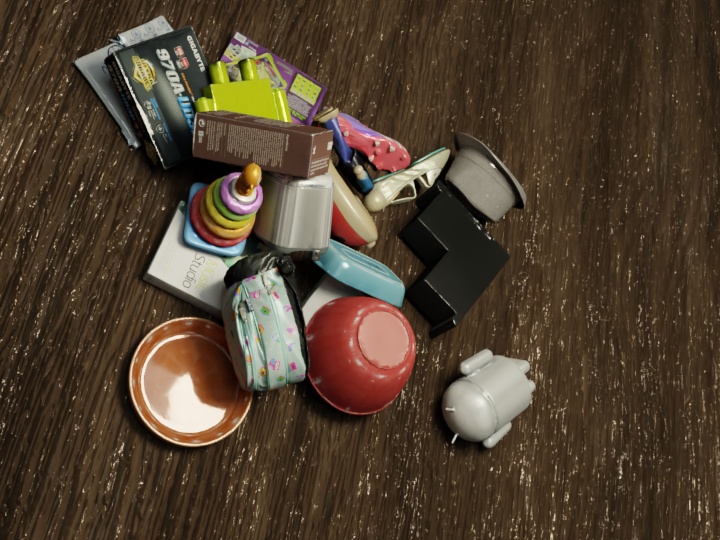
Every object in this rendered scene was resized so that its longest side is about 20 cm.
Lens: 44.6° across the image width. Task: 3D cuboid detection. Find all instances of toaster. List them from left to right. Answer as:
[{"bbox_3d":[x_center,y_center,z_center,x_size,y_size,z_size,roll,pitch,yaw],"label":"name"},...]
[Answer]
[{"bbox_3d":[-0.112,-0.106,1.443,0.112,0.200,0.131,0,108,-27],"label":"toaster"}]

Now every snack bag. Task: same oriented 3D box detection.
[{"bbox_3d":[-0.363,-0.326,1.503,0.199,0.021,0.190,-36,91,-33],"label":"snack bag"}]

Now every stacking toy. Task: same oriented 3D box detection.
[{"bbox_3d":[-0.195,-0.113,1.367,0.109,0.200,0.118,14,62,-23],"label":"stacking toy"}]

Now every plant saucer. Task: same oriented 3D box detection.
[{"bbox_3d":[-0.263,0.174,1.364,0.198,0.032,0.203,11,66,-25],"label":"plant saucer"}]

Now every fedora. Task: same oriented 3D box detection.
[{"bbox_3d":[0.227,-0.164,1.696,0.090,0.177,0.200,-49,127,-4],"label":"fedora"}]

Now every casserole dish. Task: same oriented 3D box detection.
[{"bbox_3d":[0.000,0.000,1.509,0.199,0.121,0.039,26,103,-34],"label":"casserole dish"}]

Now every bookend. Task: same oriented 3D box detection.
[{"bbox_3d":[0.141,-0.020,1.620,0.199,0.092,0.200,45,59,-5],"label":"bookend"}]

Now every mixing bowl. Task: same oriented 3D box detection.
[{"bbox_3d":[0.015,0.124,1.430,0.198,0.108,0.203,9,68,-23],"label":"mixing bowl"}]

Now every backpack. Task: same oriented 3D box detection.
[{"bbox_3d":[-0.148,0.085,1.361,0.125,0.167,0.203,-13,82,-10],"label":"backpack"}]

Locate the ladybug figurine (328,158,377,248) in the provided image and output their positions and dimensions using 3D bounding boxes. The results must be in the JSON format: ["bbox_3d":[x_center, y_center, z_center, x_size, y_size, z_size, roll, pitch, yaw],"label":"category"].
[{"bbox_3d":[-0.043,-0.119,1.549,0.072,0.136,0.201,-35,85,5],"label":"ladybug figurine"}]

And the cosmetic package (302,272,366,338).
[{"bbox_3d":[-0.022,0.118,1.504,0.200,0.052,0.151,43,56,-8],"label":"cosmetic package"}]

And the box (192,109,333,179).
[{"bbox_3d":[-0.152,-0.199,1.375,0.100,0.197,0.076,-34,133,-69],"label":"box"}]

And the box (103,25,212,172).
[{"bbox_3d":[-0.314,-0.287,1.467,0.158,0.046,0.202,-31,105,-36],"label":"box"}]

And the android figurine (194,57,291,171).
[{"bbox_3d":[-0.198,-0.259,1.502,0.181,0.041,0.203,-14,94,-38],"label":"android figurine"}]

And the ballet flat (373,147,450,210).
[{"bbox_3d":[0.100,-0.170,1.673,0.199,0.067,0.063,-28,84,-24],"label":"ballet flat"}]

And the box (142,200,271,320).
[{"bbox_3d":[-0.238,-0.005,1.443,0.199,0.036,0.146,29,61,-18],"label":"box"}]

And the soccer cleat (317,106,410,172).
[{"bbox_3d":[0.009,-0.249,1.655,0.198,0.067,0.077,18,43,-26],"label":"soccer cleat"}]

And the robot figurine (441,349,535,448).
[{"bbox_3d":[0.224,0.228,1.559,0.199,0.112,0.172,-28,105,-34],"label":"robot figurine"}]

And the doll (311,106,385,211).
[{"bbox_3d":[-0.016,-0.190,1.557,0.048,0.136,0.201,-32,109,-6],"label":"doll"}]

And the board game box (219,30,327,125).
[{"bbox_3d":[-0.168,-0.339,1.610,0.199,0.032,0.121,30,56,-15],"label":"board game box"}]
